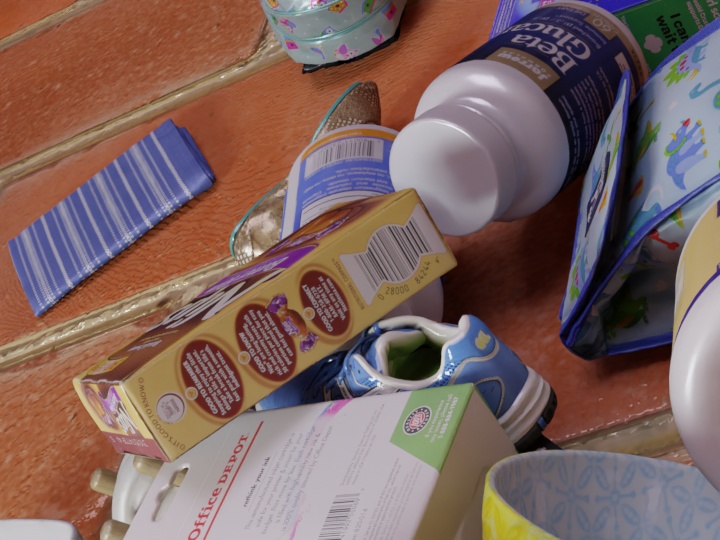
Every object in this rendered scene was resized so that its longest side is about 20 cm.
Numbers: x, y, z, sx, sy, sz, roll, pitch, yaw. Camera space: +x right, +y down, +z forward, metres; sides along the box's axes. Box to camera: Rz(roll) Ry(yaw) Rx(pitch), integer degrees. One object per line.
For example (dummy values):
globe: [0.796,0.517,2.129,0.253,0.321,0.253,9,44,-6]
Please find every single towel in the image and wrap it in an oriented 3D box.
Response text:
towel: [-0.224,-0.050,1.627,0.200,0.024,0.145,-38,32,0]

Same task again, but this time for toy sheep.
toy sheep: [-0.092,0.140,1.107,0.138,0.138,0.200,-35,21,2]

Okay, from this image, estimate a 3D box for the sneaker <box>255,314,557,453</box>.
sneaker: [0.015,0.060,1.017,0.200,0.077,0.076,-9,38,40]

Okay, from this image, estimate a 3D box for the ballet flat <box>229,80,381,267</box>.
ballet flat: [-0.023,-0.067,1.414,0.065,0.071,0.200,23,62,25]

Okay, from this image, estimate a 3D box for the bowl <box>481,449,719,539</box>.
bowl: [0.144,0.165,0.831,0.200,0.200,0.108,28,109,57]

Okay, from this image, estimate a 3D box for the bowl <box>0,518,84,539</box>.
bowl: [-0.263,0.261,1.170,0.200,0.075,0.200,-10,38,38]

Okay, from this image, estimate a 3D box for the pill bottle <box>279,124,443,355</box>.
pill bottle: [0.000,0.000,1.193,0.112,0.112,0.200,-24,32,19]

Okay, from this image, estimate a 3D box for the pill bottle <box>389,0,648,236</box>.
pill bottle: [0.105,-0.100,1.209,0.111,0.111,0.200,-9,20,39]

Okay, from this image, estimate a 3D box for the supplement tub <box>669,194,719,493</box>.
supplement tub: [0.227,0.027,0.891,0.145,0.146,0.200,-25,12,18]

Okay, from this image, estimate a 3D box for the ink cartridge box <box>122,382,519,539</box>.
ink cartridge box: [-0.025,0.133,0.959,0.200,0.067,0.117,-10,39,35]

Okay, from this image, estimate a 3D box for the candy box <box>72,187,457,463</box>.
candy box: [-0.056,0.029,1.017,0.200,0.057,0.117,-36,11,-20]

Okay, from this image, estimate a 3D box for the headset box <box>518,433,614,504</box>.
headset box: [0.038,0.173,0.984,0.200,0.077,0.149,-39,30,-8]

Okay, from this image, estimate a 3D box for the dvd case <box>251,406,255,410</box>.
dvd case: [-0.037,0.088,1.237,0.200,0.018,0.143,-32,30,8]

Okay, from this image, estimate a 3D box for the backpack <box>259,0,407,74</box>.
backpack: [-0.031,-0.269,1.628,0.167,0.127,0.200,-23,35,16]

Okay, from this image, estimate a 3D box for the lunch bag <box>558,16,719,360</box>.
lunch bag: [0.205,-0.050,1.092,0.200,0.127,0.170,-36,24,35]

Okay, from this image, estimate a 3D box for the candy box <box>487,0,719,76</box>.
candy box: [0.206,-0.208,1.349,0.200,0.077,0.169,-18,33,30]
